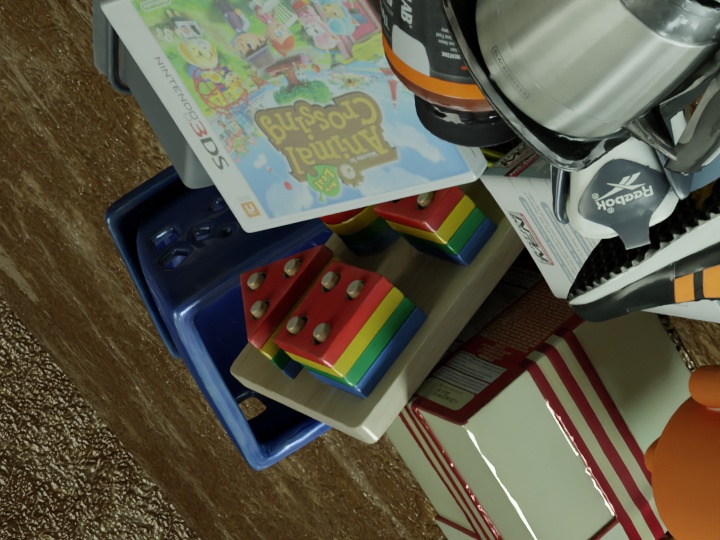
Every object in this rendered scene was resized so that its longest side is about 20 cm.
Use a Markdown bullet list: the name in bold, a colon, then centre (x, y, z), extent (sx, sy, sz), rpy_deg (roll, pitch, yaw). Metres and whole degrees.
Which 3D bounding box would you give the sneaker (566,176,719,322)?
- **sneaker**: centre (0.198, -0.001, 1.255), extent (0.090, 0.070, 0.200), rpy_deg (47, 133, -12)

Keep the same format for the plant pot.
- **plant pot**: centre (-0.073, 0.001, 1.850), extent (0.180, 0.200, 0.200), rpy_deg (44, 163, 44)

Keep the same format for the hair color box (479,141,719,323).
- **hair color box**: centre (0.161, -0.031, 1.406), extent (0.099, 0.061, 0.200), rpy_deg (57, 161, -18)

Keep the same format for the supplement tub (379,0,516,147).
- **supplement tub**: centre (0.062, -0.159, 1.270), extent (0.107, 0.107, 0.200), rpy_deg (40, 150, 32)

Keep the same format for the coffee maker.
- **coffee maker**: centre (0.154, -0.159, 1.022), extent (0.135, 0.192, 0.200), rpy_deg (36, 145, -13)

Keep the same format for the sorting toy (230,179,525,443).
- **sorting toy**: centre (0.000, 0.000, 1.619), extent (0.070, 0.200, 0.199), rpy_deg (43, 168, -27)

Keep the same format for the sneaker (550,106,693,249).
- **sneaker**: centre (0.124, -0.078, 1.192), extent (0.199, 0.079, 0.130), rpy_deg (25, -124, -75)

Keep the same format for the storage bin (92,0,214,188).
- **storage bin**: centre (-0.089, -0.159, 1.586), extent (0.200, 0.145, 0.134), rpy_deg (100, 149, -53)

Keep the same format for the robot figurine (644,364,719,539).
- **robot figurine**: centre (0.253, 0.128, 1.410), extent (0.200, 0.117, 0.144), rpy_deg (-170, 83, -65)

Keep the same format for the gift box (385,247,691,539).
- **gift box**: centre (0.116, 0.117, 1.604), extent (0.187, 0.200, 0.185), rpy_deg (57, 167, -23)

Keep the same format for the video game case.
- **video game case**: centre (-0.043, -0.114, 1.445), extent (0.200, 0.022, 0.182), rpy_deg (-12, 119, 42)

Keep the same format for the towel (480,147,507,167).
- **towel**: centre (0.040, -0.087, 1.586), extent (0.086, 0.018, 0.200), rpy_deg (14, -175, -33)
